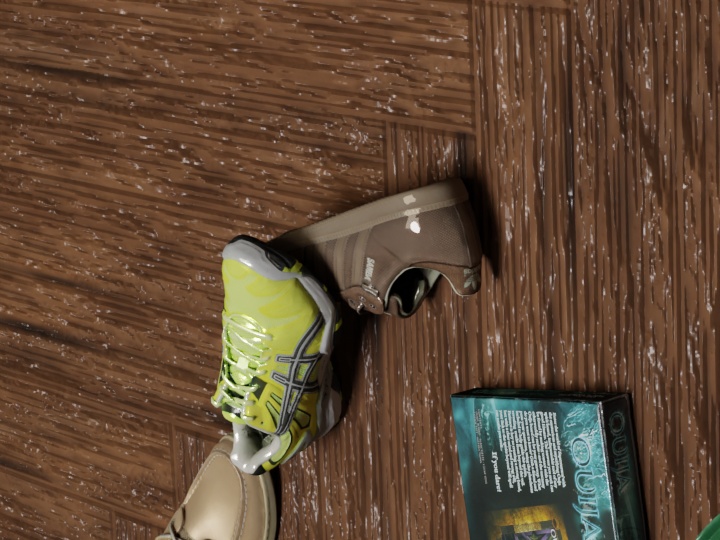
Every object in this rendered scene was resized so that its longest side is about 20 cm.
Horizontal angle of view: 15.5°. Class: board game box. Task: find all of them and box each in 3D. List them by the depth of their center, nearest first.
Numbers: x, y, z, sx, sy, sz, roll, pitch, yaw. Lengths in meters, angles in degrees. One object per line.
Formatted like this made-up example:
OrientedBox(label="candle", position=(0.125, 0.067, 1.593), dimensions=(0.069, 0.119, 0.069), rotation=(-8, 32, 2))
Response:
OrientedBox(label="board game box", position=(0.121, 0.173, 1.620), dimensions=(0.135, 0.028, 0.201), rotation=(0, 100, 49))

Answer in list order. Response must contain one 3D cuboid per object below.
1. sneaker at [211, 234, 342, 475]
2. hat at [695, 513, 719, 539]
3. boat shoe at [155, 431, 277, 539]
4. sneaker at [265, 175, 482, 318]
OrientedBox(label="sneaker", position=(-0.058, 0.060, 1.708), dimensions=(0.075, 0.076, 0.201), rotation=(24, 146, 29))
OrientedBox(label="hat", position=(0.160, 0.201, 1.423), dimensions=(0.200, 0.175, 0.167), rotation=(41, 115, 55))
OrientedBox(label="boat shoe", position=(-0.112, 0.206, 1.876), dimensions=(0.071, 0.064, 0.201), rotation=(39, 128, 36))
OrientedBox(label="sneaker", position=(0.000, 0.000, 1.682), dimensions=(0.200, 0.070, 0.076), rotation=(-20, 87, 51))
